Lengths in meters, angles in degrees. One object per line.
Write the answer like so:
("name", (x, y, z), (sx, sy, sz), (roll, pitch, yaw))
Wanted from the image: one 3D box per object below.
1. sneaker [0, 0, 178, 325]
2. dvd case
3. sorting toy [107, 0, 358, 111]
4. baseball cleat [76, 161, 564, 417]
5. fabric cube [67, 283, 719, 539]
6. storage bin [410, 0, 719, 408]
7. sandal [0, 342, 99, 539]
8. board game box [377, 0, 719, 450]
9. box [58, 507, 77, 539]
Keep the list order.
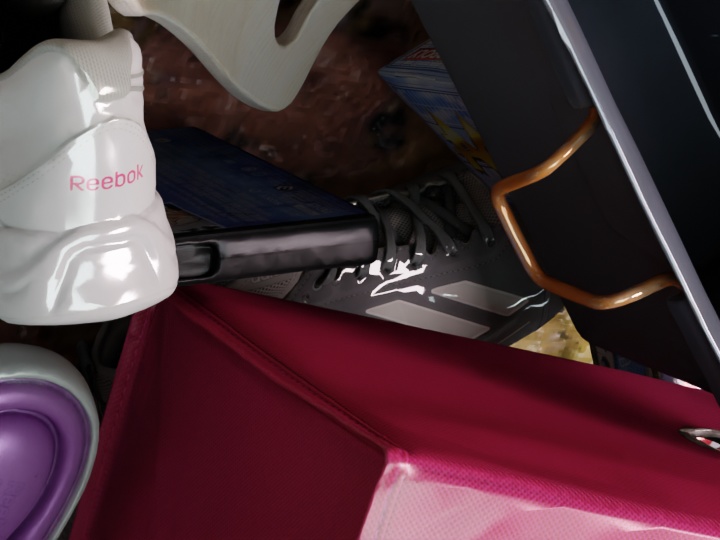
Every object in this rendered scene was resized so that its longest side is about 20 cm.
("sneaker", (-0.111, -0.064, 0.827), (0.078, 0.200, 0.100), (-12, 120, -38))
("dvd case", (-0.113, -0.014, 0.892), (0.200, 0.143, 0.018), (-6, 107, -25))
("sorting toy", (-0.010, -0.137, 0.905), (0.200, 0.107, 0.180), (-38, 141, -10))
("baseball cleat", (0.000, 0.000, 1.002), (0.200, 0.070, 0.107), (-32, 146, -8))
("fabric cube", (0.031, 0.130, 0.853), (0.199, 0.196, 0.200), (14, 99, -24))
("storage bin", (0.090, -0.048, 0.875), (0.145, 0.134, 0.200), (-35, 109, -20))
("sandal", (-0.129, 0.115, 0.856), (0.082, 0.050, 0.203), (6, 116, -28))
("board game box", (0.114, -0.041, 0.997), (0.200, 0.062, 0.200), (-17, 103, -23))
("box", (-0.160, 0.155, 0.983), (0.199, 0.131, 0.200), (-47, 130, 6))
